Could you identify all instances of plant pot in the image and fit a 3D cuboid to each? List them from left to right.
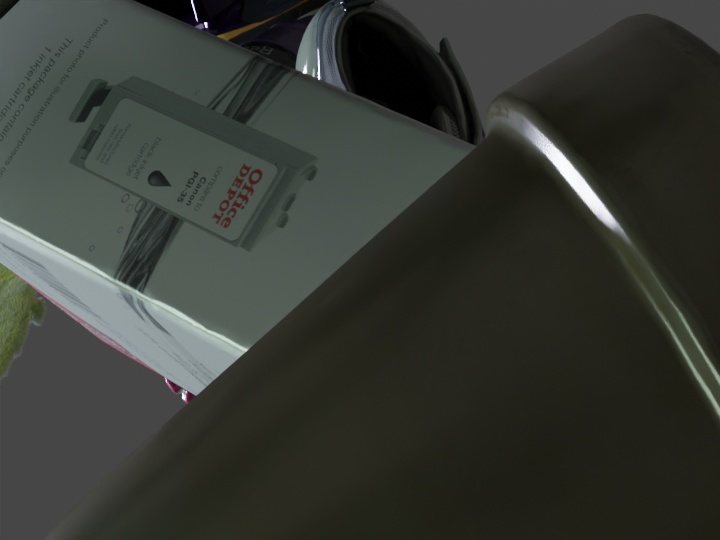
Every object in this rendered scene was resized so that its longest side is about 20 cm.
[{"bbox_3d":[0.031,0.071,0.474,0.201,0.173,0.200,63,177,6],"label":"plant pot"}]

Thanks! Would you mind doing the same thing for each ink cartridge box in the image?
[{"bbox_3d":[-0.026,-0.001,0.657,0.199,0.083,0.147,26,168,34],"label":"ink cartridge box"}]

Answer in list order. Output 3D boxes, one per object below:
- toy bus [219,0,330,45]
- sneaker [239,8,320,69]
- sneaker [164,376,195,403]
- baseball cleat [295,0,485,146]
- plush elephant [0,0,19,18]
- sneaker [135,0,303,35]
[{"bbox_3d":[-0.070,-0.174,0.941,0.200,0.065,0.079,59,173,52],"label":"toy bus"},{"bbox_3d":[0.000,0.000,0.849,0.201,0.075,0.087,62,-148,-2],"label":"sneaker"},{"bbox_3d":[0.001,0.051,1.036,0.199,0.082,0.088,29,-168,-8],"label":"sneaker"},{"bbox_3d":[0.029,-0.001,0.762,0.201,0.069,0.106,62,176,-6],"label":"baseball cleat"},{"bbox_3d":[-0.092,-0.176,0.574,0.155,0.165,0.200,50,149,-7],"label":"plush elephant"},{"bbox_3d":[-0.078,-0.118,0.790,0.199,0.087,0.075,4,122,58],"label":"sneaker"}]
